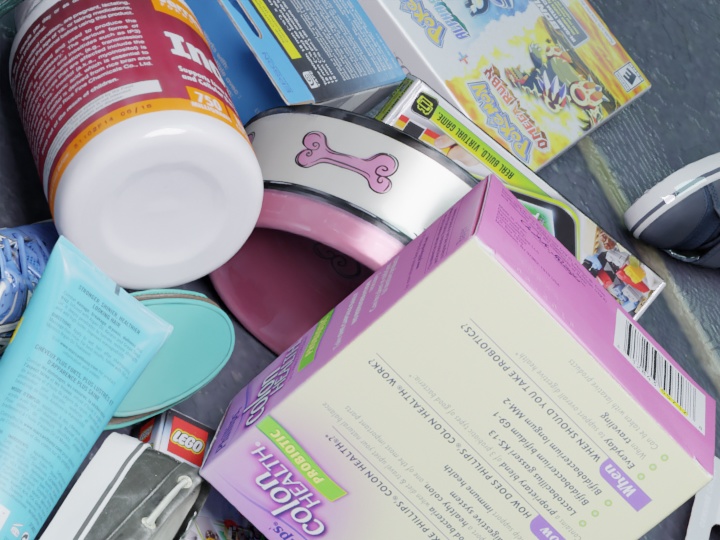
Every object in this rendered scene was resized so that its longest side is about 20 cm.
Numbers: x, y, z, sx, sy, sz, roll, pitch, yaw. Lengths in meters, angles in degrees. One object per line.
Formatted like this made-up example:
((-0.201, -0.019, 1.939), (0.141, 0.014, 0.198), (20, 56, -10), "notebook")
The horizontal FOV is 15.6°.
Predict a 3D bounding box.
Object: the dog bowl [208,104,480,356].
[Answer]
((0.000, 0.000, 1.474), (0.200, 0.200, 0.074), (39, 62, -13), "dog bowl")

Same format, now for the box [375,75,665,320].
((0.074, -0.013, 1.593), (0.200, 0.110, 0.035), (38, 1, -13), "box")

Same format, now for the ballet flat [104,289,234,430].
((-0.160, 0.061, 1.373), (0.200, 0.070, 0.067), (-26, 100, -34), "ballet flat")

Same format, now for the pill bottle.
((-0.130, -0.091, 1.442), (0.113, 0.113, 0.200), (16, 31, -32), "pill bottle")

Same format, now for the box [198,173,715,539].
((0.053, 0.086, 1.364), (0.176, 0.200, 0.097), (44, 21, -10), "box")

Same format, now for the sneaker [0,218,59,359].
((-0.195, 0.017, 1.374), (0.076, 0.077, 0.200), (53, 40, 4), "sneaker")

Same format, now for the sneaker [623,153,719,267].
((0.263, -0.035, 1.781), (0.200, 0.078, 0.079), (-12, 66, -45), "sneaker")

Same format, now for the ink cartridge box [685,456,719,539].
((0.271, 0.231, 1.654), (0.200, 0.057, 0.163), (30, 47, -11), "ink cartridge box")

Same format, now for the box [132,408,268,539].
((-0.042, 0.164, 1.435), (0.200, 0.035, 0.110), (28, 50, -24), "box")

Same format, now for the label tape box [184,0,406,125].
((-0.065, -0.146, 1.554), (0.144, 0.063, 0.200), (56, 22, 5), "label tape box")

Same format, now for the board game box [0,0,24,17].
((-0.259, -0.210, 1.406), (0.200, 0.028, 0.135), (46, 49, 0), "board game box")

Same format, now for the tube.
((-0.164, 0.082, 1.298), (0.077, 0.050, 0.200), (43, 58, -25), "tube")

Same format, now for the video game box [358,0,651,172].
((0.080, -0.160, 1.745), (0.200, 0.047, 0.182), (53, 46, 1), "video game box")

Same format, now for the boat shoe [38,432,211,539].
((-0.134, 0.165, 1.301), (0.064, 0.071, 0.200), (20, 53, 10), "boat shoe")
